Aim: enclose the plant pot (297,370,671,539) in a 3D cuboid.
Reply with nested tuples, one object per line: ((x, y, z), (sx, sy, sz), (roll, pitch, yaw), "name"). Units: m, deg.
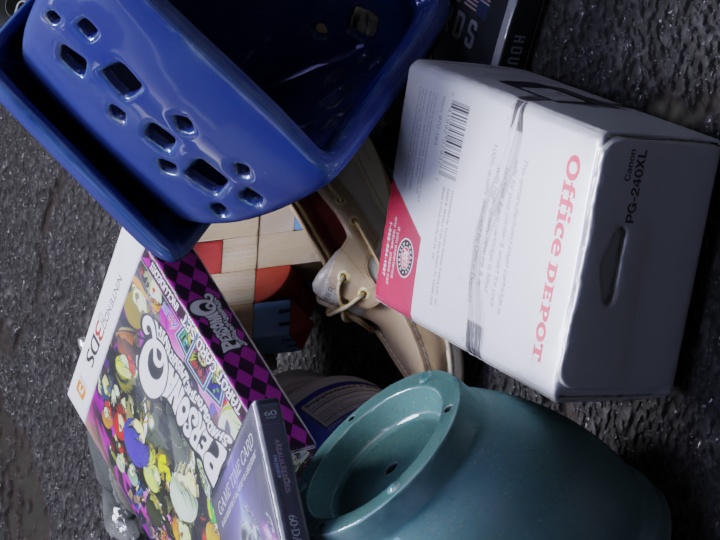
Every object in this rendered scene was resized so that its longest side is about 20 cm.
((0.047, 0.140, 1.320), (0.200, 0.134, 0.201), (-37, 21, 16), "plant pot")

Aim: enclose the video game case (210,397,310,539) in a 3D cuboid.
((-0.043, 0.187, 1.310), (0.143, 0.019, 0.201), (116, 145, -62), "video game case")

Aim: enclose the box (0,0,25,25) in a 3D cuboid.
((-0.326, -0.327, 2.085), (0.149, 0.124, 0.201), (50, 129, 49), "box")

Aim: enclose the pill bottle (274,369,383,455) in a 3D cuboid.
((0.000, 0.131, 1.517), (0.200, 0.112, 0.113), (29, 113, 56), "pill bottle")

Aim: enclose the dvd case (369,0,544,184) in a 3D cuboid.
((0.051, -0.129, 1.532), (0.150, 0.025, 0.201), (44, 126, 51), "dvd case")

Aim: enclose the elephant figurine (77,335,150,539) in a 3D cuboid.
((-0.100, 0.133, 1.670), (0.200, 0.154, 0.142), (12, 93, 64), "elephant figurine")

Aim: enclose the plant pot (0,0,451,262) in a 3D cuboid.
((-0.096, -0.137, 1.472), (0.180, 0.200, 0.200), (-33, 17, 42), "plant pot")

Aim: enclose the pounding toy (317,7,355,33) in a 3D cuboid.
((-0.124, -0.239, 1.677), (0.200, 0.183, 0.143), (26, 111, 57), "pounding toy")

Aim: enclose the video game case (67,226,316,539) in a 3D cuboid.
((-0.110, 0.092, 1.534), (0.200, 0.036, 0.182), (57, 143, 28), "video game case")

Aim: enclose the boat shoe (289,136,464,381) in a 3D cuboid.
((0.000, 0.000, 1.539), (0.201, 0.069, 0.074), (64, 156, 23), "boat shoe")

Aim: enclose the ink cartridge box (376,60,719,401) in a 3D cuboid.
((0.100, -0.025, 1.370), (0.200, 0.083, 0.146), (29, 112, 56), "ink cartridge box")

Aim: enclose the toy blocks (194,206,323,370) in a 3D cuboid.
((-0.066, -0.011, 1.635), (0.136, 0.100, 0.201), (-6, 61, 17), "toy blocks")
